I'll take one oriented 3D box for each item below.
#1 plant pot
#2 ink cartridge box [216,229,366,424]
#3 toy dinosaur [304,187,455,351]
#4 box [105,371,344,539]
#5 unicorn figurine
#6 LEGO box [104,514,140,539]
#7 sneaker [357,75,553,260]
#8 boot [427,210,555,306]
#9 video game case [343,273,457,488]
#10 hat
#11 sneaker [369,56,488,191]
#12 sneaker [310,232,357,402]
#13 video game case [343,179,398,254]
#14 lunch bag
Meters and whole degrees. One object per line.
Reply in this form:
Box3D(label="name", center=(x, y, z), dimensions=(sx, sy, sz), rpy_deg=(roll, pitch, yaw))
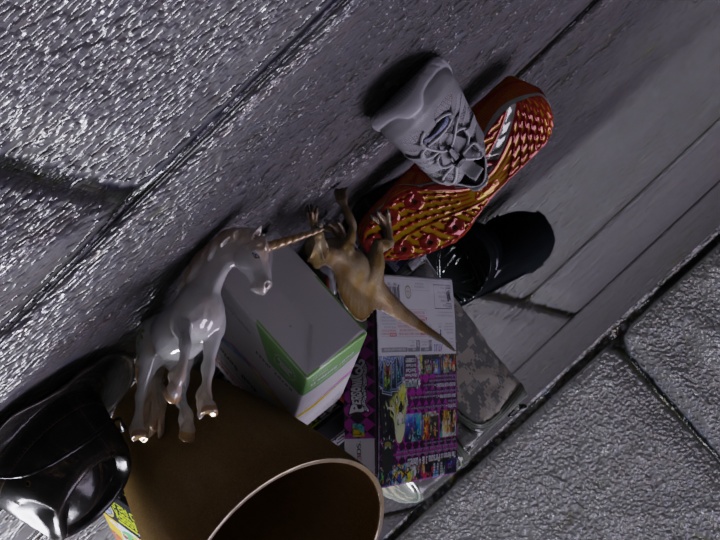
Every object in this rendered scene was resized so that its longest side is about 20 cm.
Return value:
Box3D(label="plant pot", center=(-0.113, 0.169, 1.605), dimensions=(0.185, 0.200, 0.187), rpy_deg=(-25, 137, -26))
Box3D(label="ink cartridge box", center=(-0.068, 0.063, 1.646), dimensions=(0.067, 0.117, 0.200), rpy_deg=(-38, 167, -21))
Box3D(label="toy dinosaur", center=(0.000, 0.000, 1.641), dimensions=(0.058, 0.102, 0.200), rpy_deg=(-22, 143, 26))
Box3D(label="box", center=(-0.121, 0.165, 1.767), dimensions=(0.200, 0.160, 0.045), rpy_deg=(-37, 126, -23))
Box3D(label="unicorn figurine", center=(-0.123, 0.048, 1.502), dimensions=(0.074, 0.139, 0.199), rpy_deg=(24, 147, -36))
Box3D(label="LEGO box", center=(-0.121, 0.212, 1.811), dimensions=(0.149, 0.199, 0.078), rpy_deg=(-37, 125, -24))
Box3D(label="sneaker", center=(0.079, -0.082, 1.705), dimensions=(0.200, 0.073, 0.077), rpy_deg=(-39, -154, 1))
Box3D(label="boot", center=(0.135, -0.022, 2.074), dimensions=(0.167, 0.077, 0.200), rpy_deg=(-30, 170, -31))
Box3D(label="video game case", center=(0.036, 0.095, 1.773), dimensions=(0.035, 0.183, 0.200), rpy_deg=(-2, 178, 22))
Box3D(label="hat", center=(-0.229, 0.156, 1.556), dimensions=(0.200, 0.081, 0.201), rpy_deg=(-41, 169, -10))
Box3D(label="sneaker", center=(0.068, -0.108, 1.563), dimensions=(0.075, 0.082, 0.200), rpy_deg=(-43, 168, 8))
Box3D(label="sneaker", center=(-0.038, 0.048, 1.766), dimensions=(0.077, 0.081, 0.201), rpy_deg=(-64, 156, -44))
Box3D(label="video game case", center=(0.037, -0.049, 1.826), dimensions=(0.199, 0.019, 0.143), rpy_deg=(-30, 163, -45))
Box3D(label="lunch bag", center=(0.046, 0.099, 1.941), dimensions=(0.167, 0.200, 0.139), rpy_deg=(-40, -178, -16))
